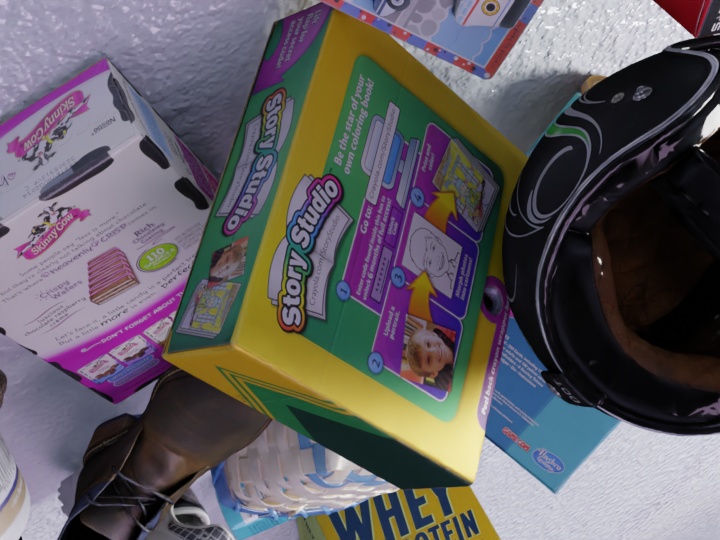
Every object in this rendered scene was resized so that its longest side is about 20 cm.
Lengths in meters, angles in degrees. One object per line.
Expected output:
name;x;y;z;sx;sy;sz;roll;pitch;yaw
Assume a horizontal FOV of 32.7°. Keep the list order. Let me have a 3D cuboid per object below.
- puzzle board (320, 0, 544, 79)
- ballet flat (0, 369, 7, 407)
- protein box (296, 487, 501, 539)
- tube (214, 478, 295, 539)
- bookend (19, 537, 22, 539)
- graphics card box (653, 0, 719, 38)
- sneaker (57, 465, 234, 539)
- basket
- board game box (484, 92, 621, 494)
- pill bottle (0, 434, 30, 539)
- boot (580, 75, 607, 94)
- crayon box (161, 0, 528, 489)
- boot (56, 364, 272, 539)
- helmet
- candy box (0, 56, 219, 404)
puzzle board;0.045;-0.192;0.554;0.151;0.017;0.200;23;127;-14
ballet flat;-0.275;0.056;0.679;0.075;0.068;0.200;-58;148;4
protein box;0.041;0.272;1.105;0.135;0.199;0.200;-22;147;-14
tube;-0.021;0.161;1.019;0.200;0.050;0.078;-24;115;1
bookend;-0.302;0.172;0.782;0.200;0.092;0.199;-9;143;-32
graphics card box;0.227;-0.193;0.672;0.200;0.126;0.051;-16;138;-24
sneaker;-0.146;0.174;0.841;0.081;0.200;0.076;-46;121;-10
basket;-0.046;0.105;0.875;0.200;0.139;0.176;-19;163;40
board game box;0.128;0.015;0.767;0.200;0.151;0.047;-50;-178;13
pill bottle;-0.245;0.057;0.573;0.116;0.116;0.200;-24;113;-10
boot;0.156;-0.051;0.881;0.155;0.077;0.200;-36;155;18
crayon box;0.005;-0.011;0.643;0.058;0.200;0.172;-13;142;45
boot;-0.116;0.122;0.730;0.075;0.097;0.200;35;138;-18
helmet;0.170;-0.020;0.633;0.200;0.200;0.191;-43;-175;20
candy box;-0.139;-0.012;0.686;0.136;0.061;0.200;-31;150;4
